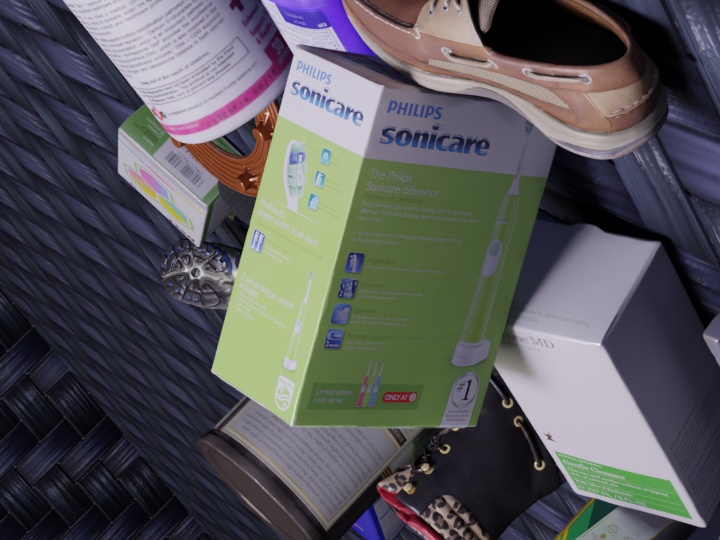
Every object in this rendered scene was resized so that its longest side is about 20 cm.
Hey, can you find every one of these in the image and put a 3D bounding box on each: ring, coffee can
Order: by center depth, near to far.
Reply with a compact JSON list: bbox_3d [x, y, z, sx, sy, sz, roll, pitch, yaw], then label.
[{"bbox_3d":[-0.124,-0.141,1.574,0.200,0.019,0.201,40,151,28],"label":"ring"},{"bbox_3d":[-0.018,0.126,1.754,0.146,0.200,0.146,41,166,13],"label":"coffee can"}]

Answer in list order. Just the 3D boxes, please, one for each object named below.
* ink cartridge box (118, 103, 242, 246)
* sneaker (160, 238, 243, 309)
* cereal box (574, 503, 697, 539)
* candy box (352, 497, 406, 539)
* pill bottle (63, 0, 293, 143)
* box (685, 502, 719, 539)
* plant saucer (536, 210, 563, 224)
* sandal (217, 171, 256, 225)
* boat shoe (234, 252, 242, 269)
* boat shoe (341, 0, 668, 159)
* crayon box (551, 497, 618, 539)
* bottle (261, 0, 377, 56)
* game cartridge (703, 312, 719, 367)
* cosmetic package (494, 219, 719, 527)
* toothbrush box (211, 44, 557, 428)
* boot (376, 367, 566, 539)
[{"bbox_3d":[-0.161,-0.085,1.845,0.104,0.059,0.200,43,166,3],"label":"ink cartridge box"},{"bbox_3d":[-0.082,0.018,1.913,0.200,0.077,0.085,25,-169,17],"label":"sneaker"},{"bbox_3d":[0.171,0.213,1.396,0.040,0.200,0.144,37,132,24],"label":"cereal box"},{"bbox_3d":[-0.026,0.198,2.229,0.169,0.077,0.200,37,163,23],"label":"candy box"},{"bbox_3d":[-0.136,-0.192,1.369,0.200,0.113,0.113,52,164,-29],"label":"pill bottle"},{"bbox_3d":[0.247,0.257,1.392,0.117,0.200,0.197,39,164,20],"label":"box"},{"bbox_3d":[0.102,-0.028,1.364,0.200,0.019,0.070,34,162,39],"label":"plant saucer"},{"bbox_3d":[-0.048,-0.072,1.619,0.075,0.048,0.200,49,152,-13],"label":"sandal"},{"bbox_3d":[0.000,0.000,1.509,0.200,0.093,0.075,14,144,40],"label":"boat shoe"},{"bbox_3d":[0.072,-0.130,1.069,0.200,0.076,0.072,26,154,28],"label":"boat shoe"},{"bbox_3d":[0.168,0.228,1.582,0.058,0.173,0.200,42,166,9],"label":"crayon box"},{"bbox_3d":[0.001,-0.130,1.259,0.084,0.065,0.200,31,160,45],"label":"bottle"},{"bbox_3d":[0.292,0.097,1.160,0.200,0.038,0.130,26,161,50],"label":"game cartridge"},{"bbox_3d":[0.159,0.064,1.287,0.108,0.085,0.200,11,149,40],"label":"cosmetic package"},{"bbox_3d":[0.016,-0.016,1.180,0.146,0.200,0.086,3,-161,-41],"label":"toothbrush box"},{"bbox_3d":[0.070,0.120,1.594,0.200,0.151,0.073,45,166,-2],"label":"boot"}]
